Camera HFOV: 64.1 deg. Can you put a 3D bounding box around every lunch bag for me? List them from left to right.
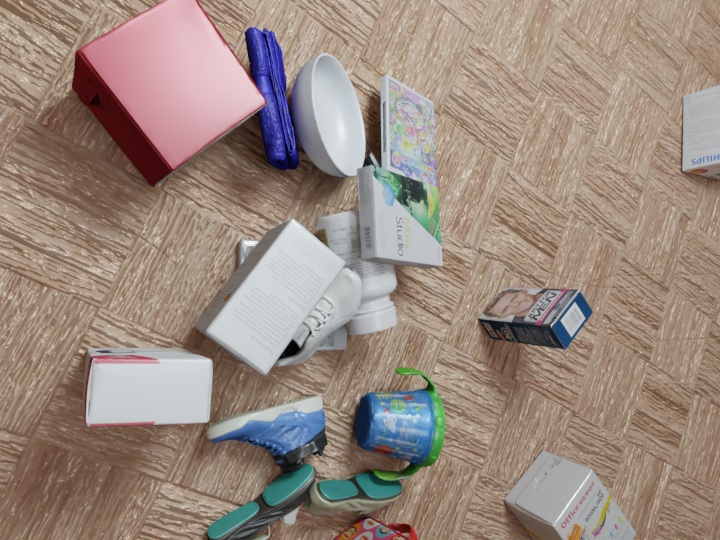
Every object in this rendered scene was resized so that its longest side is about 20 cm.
[{"bbox_3d":[0.019,0.484,0.945,0.176,0.200,0.082,-33,99,-23],"label":"lunch bag"}]

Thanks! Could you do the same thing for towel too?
[{"bbox_3d":[-0.131,-0.265,0.911,0.049,0.148,0.202,-9,95,4],"label":"towel"}]

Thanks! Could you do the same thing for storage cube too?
[{"bbox_3d":[-0.275,-0.248,0.820,0.200,0.171,0.180,-44,109,-22],"label":"storage cube"}]

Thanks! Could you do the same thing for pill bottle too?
[{"bbox_3d":[0.000,0.000,0.966,0.114,0.114,0.202,-14,95,-27],"label":"pill bottle"}]

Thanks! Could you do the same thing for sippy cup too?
[{"bbox_3d":[0.063,0.271,1.017,0.129,0.140,0.179,11,60,-17],"label":"sippy cup"}]

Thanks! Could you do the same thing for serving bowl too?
[{"bbox_3d":[-0.060,-0.250,0.957,0.200,0.065,0.202,-8,90,-67],"label":"serving bowl"}]

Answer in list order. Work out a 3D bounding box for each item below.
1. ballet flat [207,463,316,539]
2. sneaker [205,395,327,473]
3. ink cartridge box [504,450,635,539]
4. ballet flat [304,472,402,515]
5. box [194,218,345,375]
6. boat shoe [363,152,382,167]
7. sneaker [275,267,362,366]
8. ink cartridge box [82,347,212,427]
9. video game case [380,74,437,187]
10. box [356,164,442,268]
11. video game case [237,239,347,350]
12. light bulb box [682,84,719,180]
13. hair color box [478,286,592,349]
[{"bbox_3d":[-0.151,0.393,0.936,0.199,0.068,0.069,-28,112,-15],"label":"ballet flat"},{"bbox_3d":[-0.143,0.277,0.928,0.199,0.077,0.112,-6,80,-34],"label":"sneaker"},{"bbox_3d":[0.432,0.509,1.190,0.147,0.144,0.200,-43,107,-21],"label":"ink cartridge box"},{"bbox_3d":[-0.013,0.395,1.006,0.199,0.069,0.070,15,82,-38],"label":"ballet flat"},{"bbox_3d":[-0.140,0.039,0.867,0.106,0.152,0.201,40,75,-16],"label":"box"},{"bbox_3d":[0.048,-0.114,1.044,0.060,0.076,0.201,-27,86,15],"label":"boat shoe"},{"bbox_3d":[-0.068,0.081,0.896,0.074,0.087,0.200,39,104,6],"label":"sneaker"},{"bbox_3d":[-0.296,0.152,0.784,0.147,0.200,0.086,4,86,-27],"label":"ink cartridge box"},{"bbox_3d":[0.090,-0.239,1.054,0.143,0.018,0.202,13,72,-45],"label":"video game case"},{"bbox_3d":[0.070,-0.082,0.949,0.199,0.036,0.146,5,80,-53],"label":"box"},{"bbox_3d":[-0.112,0.045,0.982,0.199,0.023,0.184,3,88,-27],"label":"video game case"},{"bbox_3d":[0.949,-0.351,1.490,0.197,0.125,0.202,5,86,-28],"label":"light bulb box"},{"bbox_3d":[0.333,0.088,1.115,0.100,0.200,0.061,-45,109,-21],"label":"hair color box"}]
